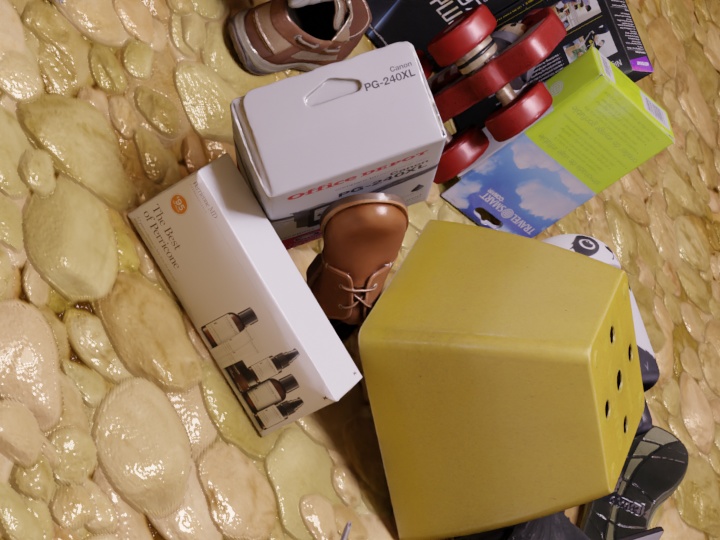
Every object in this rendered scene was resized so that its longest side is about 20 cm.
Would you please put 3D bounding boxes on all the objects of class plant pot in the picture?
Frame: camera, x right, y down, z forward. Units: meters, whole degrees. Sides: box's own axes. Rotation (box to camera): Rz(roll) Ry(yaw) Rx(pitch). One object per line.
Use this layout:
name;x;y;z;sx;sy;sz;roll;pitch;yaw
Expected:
plant pot;0.127;0.088;1.570;0.200;0.175;0.201;-57;141;-55

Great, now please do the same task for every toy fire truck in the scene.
toy fire truck;0.111;-0.185;1.795;0.112;0.200;0.168;51;38;-10

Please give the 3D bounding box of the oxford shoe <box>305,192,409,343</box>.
oxford shoe;0.000;0.000;1.524;0.071;0.200;0.072;0;64;-9

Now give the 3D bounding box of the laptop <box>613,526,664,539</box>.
laptop;0.205;0.339;1.626;0.116;0.201;0.187;38;22;27

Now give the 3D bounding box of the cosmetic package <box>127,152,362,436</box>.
cosmetic package;-0.088;0.020;1.467;0.201;0.082;0.051;59;32;-5

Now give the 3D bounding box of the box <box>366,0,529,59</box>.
box;0.047;-0.311;1.824;0.200;0.163;0.086;47;35;-25

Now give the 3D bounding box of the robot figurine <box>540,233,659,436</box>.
robot figurine;0.208;0.065;1.812;0.124;0.150;0.201;-13;75;-20

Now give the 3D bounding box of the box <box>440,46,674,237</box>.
box;0.184;-0.112;1.847;0.122;0.200;0.048;35;32;-36

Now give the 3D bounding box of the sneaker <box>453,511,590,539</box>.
sneaker;0.152;0.245;1.662;0.199;0.060;0.105;1;63;-60

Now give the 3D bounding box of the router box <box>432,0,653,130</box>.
router box;0.169;-0.218;1.893;0.051;0.199;0.150;-3;70;-56

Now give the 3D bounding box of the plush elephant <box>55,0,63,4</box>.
plush elephant;-0.235;-0.296;1.418;0.200;0.154;0.165;39;39;-32

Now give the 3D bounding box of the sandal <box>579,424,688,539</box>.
sandal;0.245;0.221;1.821;0.079;0.057;0.201;30;53;6

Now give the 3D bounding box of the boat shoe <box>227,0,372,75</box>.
boat shoe;-0.037;-0.220;1.723;0.076;0.072;0.200;61;32;-2

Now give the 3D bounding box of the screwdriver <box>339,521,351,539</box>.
screwdriver;-0.032;0.260;1.424;0.200;0.028;0.029;-66;152;-52

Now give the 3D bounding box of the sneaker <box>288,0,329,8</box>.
sneaker;-0.087;-0.295;1.661;0.200;0.076;0.092;39;43;26

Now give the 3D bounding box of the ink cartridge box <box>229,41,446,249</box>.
ink cartridge box;-0.019;-0.092;1.502;0.200;0.144;0.084;100;-30;-79
